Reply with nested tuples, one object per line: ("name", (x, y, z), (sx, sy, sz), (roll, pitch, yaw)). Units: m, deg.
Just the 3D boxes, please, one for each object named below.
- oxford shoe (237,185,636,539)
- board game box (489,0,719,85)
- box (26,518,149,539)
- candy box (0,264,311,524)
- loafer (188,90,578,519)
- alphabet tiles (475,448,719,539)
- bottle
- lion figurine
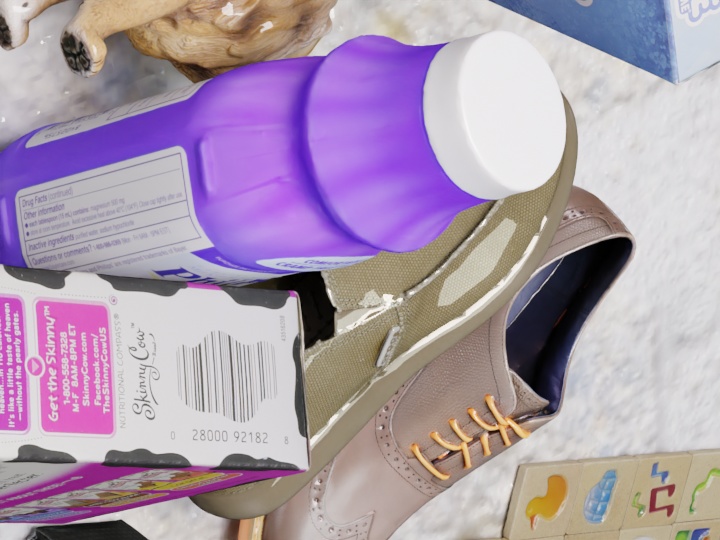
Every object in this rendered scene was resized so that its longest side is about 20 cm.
("oxford shoe", (0.027, 0.049, 0.964), (0.071, 0.073, 0.200), (36, 86, -44))
("board game box", (0.031, -0.177, 0.771), (0.043, 0.199, 0.200), (-30, 126, -26))
("box", (-0.066, 0.214, 0.884), (0.047, 0.193, 0.200), (0, 111, -39))
("candy box", (-0.134, 0.039, 0.778), (0.200, 0.136, 0.061), (5, 75, -42))
("loafer", (0.000, 0.000, 0.917), (0.200, 0.076, 0.067), (-51, 140, -9))
("alphabet tiles", (0.099, 0.157, 1.125), (0.200, 0.006, 0.167), (-1, 111, -40))
("bottle", (-0.027, -0.030, 0.794), (0.083, 0.200, 0.065), (-3, 83, -48))
("lion figurine", (-0.071, -0.137, 0.796), (0.122, 0.072, 0.200), (-36, 125, -35))
